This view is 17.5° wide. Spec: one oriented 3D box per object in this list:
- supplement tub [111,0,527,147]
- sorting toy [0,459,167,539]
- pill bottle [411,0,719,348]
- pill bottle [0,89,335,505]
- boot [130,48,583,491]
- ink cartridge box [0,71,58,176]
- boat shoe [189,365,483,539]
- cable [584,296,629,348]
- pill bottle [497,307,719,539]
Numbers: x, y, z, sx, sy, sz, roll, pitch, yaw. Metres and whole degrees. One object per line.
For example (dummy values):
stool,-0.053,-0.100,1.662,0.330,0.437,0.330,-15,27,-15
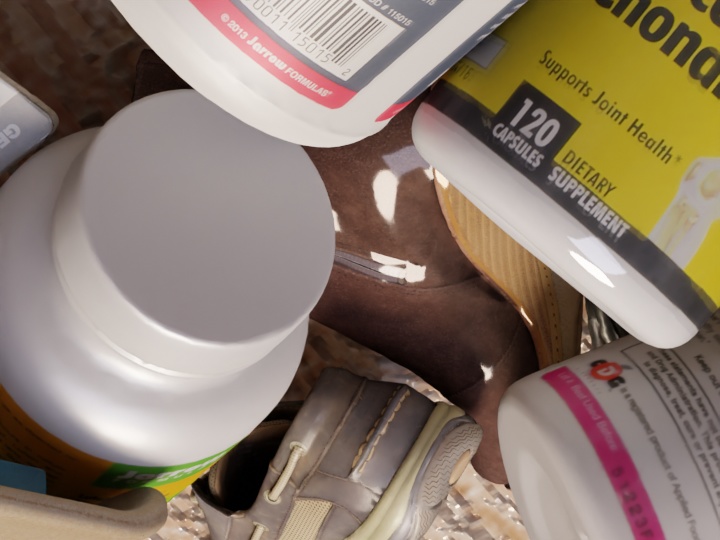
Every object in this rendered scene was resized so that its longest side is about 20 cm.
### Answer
supplement tub,0.020,-0.144,0.664,0.200,0.141,0.140,-40,126,24
sorting toy,-0.188,0.079,0.718,0.199,0.037,0.184,12,155,-43
pill bottle,0.115,-0.084,0.721,0.112,0.112,0.200,38,92,-34
pill bottle,-0.083,0.021,0.767,0.110,0.112,0.200,14,153,-20
boot,0.000,0.000,0.855,0.165,0.073,0.201,5,135,5
ink cartridge box,-0.222,-0.063,0.736,0.199,0.084,0.175,-34,129,21
boat shoe,-0.023,0.082,0.890,0.073,0.075,0.200,37,146,-4
cable,0.110,0.096,0.921,0.050,0.097,0.201,-18,131,0
pill bottle,0.158,0.056,0.812,0.199,0.114,0.114,-22,133,-9
